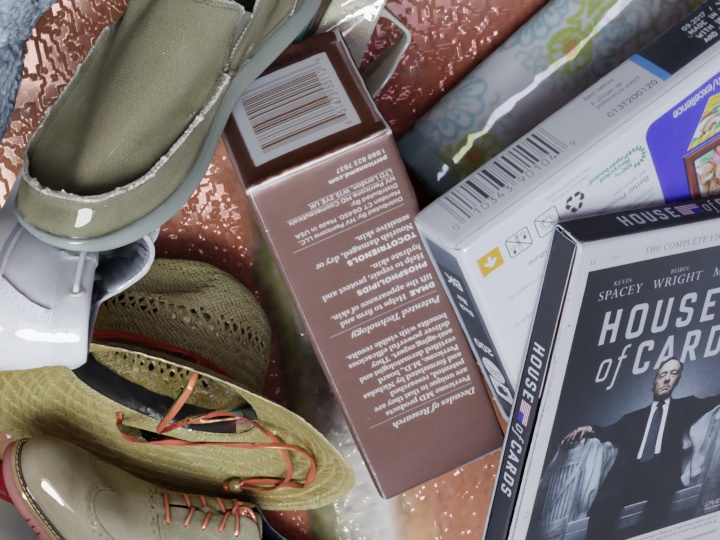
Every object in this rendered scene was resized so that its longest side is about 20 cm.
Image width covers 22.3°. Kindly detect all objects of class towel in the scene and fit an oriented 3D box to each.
[{"bbox_3d":[0.140,-0.047,0.929,0.171,0.048,0.200,-42,108,3],"label":"towel"}]

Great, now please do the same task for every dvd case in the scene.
[{"bbox_3d":[0.132,0.059,0.851,0.150,0.025,0.201,-10,125,-32],"label":"dvd case"}]

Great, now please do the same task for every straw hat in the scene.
[{"bbox_3d":[-0.091,0.042,0.897,0.200,0.201,0.086,21,64,-14],"label":"straw hat"}]

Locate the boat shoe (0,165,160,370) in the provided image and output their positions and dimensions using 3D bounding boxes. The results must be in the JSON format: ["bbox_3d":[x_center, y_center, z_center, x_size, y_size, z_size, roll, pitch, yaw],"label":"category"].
[{"bbox_3d":[-0.125,-0.012,0.816,0.068,0.200,0.072,9,108,2],"label":"boat shoe"}]

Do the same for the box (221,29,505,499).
[{"bbox_3d":[0.000,0.000,0.864,0.075,0.100,0.201,-22,128,-2],"label":"box"}]

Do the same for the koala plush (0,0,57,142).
[{"bbox_3d":[-0.186,-0.117,0.787,0.183,0.177,0.201,7,112,-26],"label":"koala plush"}]

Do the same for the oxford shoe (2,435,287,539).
[{"bbox_3d":[-0.089,0.129,0.922,0.075,0.071,0.200,-38,126,24],"label":"oxford shoe"}]

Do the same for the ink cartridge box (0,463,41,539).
[{"bbox_3d":[-0.210,0.190,0.869,0.085,0.200,0.148,30,100,-16],"label":"ink cartridge box"}]

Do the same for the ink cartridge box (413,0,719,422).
[{"bbox_3d":[0.139,-0.007,0.856,0.198,0.043,0.200,-36,133,-11],"label":"ink cartridge box"}]

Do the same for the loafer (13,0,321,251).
[{"bbox_3d":[-0.085,-0.094,0.784,0.075,0.200,0.070,19,147,20],"label":"loafer"}]

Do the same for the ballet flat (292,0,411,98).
[{"bbox_3d":[0.004,-0.141,0.875,0.062,0.068,0.201,20,113,-23],"label":"ballet flat"}]
